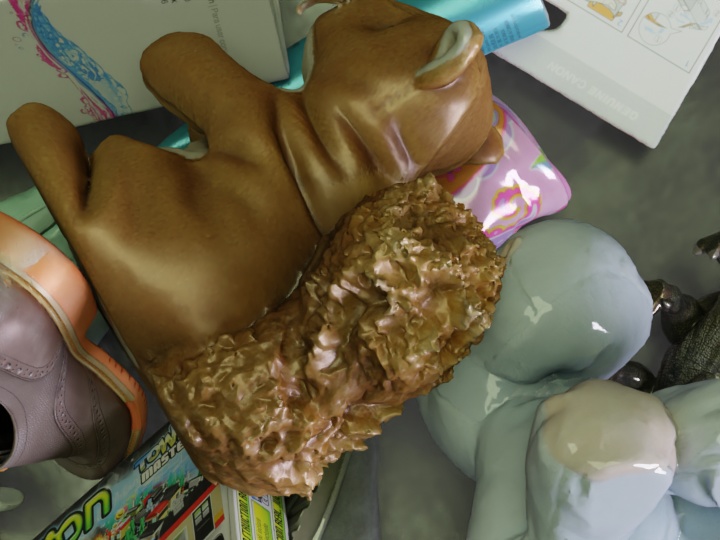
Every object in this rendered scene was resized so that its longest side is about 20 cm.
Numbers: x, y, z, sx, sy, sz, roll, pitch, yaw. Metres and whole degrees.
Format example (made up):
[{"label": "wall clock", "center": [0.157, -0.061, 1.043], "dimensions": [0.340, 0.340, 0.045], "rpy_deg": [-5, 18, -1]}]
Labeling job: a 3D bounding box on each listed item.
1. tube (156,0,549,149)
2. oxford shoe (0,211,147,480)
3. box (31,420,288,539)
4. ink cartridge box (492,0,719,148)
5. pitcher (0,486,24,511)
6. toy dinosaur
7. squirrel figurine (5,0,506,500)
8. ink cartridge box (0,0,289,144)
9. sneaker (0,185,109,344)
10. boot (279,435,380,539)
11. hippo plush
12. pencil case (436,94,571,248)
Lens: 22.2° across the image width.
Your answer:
[{"label": "tube", "center": [-0.012, -0.091, 0.837], "dimensions": [0.199, 0.077, 0.051], "rpy_deg": [-26, 90, 4]}, {"label": "oxford shoe", "center": [-0.140, 0.049, 0.747], "dimensions": [0.071, 0.200, 0.073], "rpy_deg": [26, 68, 19]}, {"label": "box", "center": [-0.112, 0.146, 0.777], "dimensions": [0.200, 0.110, 0.035], "rpy_deg": [-41, 121, 19]}, {"label": "ink cartridge box", "center": [0.102, -0.182, 0.872], "dimensions": [0.199, 0.044, 0.175], "rpy_deg": [31, 97, 4]}, {"label": "pitcher", "center": [-0.266, 0.148, 0.819], "dimensions": [0.171, 0.121, 0.201], "rpy_deg": [27, 84, 35]}, {"label": "toy dinosaur", "center": [0.163, 0.041, 0.835], "dimensions": [0.076, 0.102, 0.202], "rpy_deg": [4, 68, 40]}, {"label": "squirrel figurine", "center": [-0.013, -0.018, 0.730], "dimensions": [0.186, 0.142, 0.200], "rpy_deg": [-30, 57, -9]}, {"label": "ink cartridge box", "center": [-0.139, -0.138, 0.819], "dimensions": [0.198, 0.084, 0.146], "rpy_deg": [-13, 47, 0]}, {"label": "sneaker", "center": [-0.187, -0.017, 0.809], "dimensions": [0.119, 0.074, 0.200], "rpy_deg": [-52, 129, -5]}, {"label": "boot", "center": [0.036, 0.165, 0.795], "dimensions": [0.199, 0.072, 0.183], "rpy_deg": [25, 70, -21]}, {"label": "hippo plush", "center": [0.095, 0.074, 0.746], "dimensions": [0.158, 0.162, 0.201], "rpy_deg": [9, 128, -25]}, {"label": "pencil case", "center": [0.000, 0.000, 0.838], "dimensions": [0.200, 0.087, 0.088], "rpy_deg": [-42, 85, -2]}]
